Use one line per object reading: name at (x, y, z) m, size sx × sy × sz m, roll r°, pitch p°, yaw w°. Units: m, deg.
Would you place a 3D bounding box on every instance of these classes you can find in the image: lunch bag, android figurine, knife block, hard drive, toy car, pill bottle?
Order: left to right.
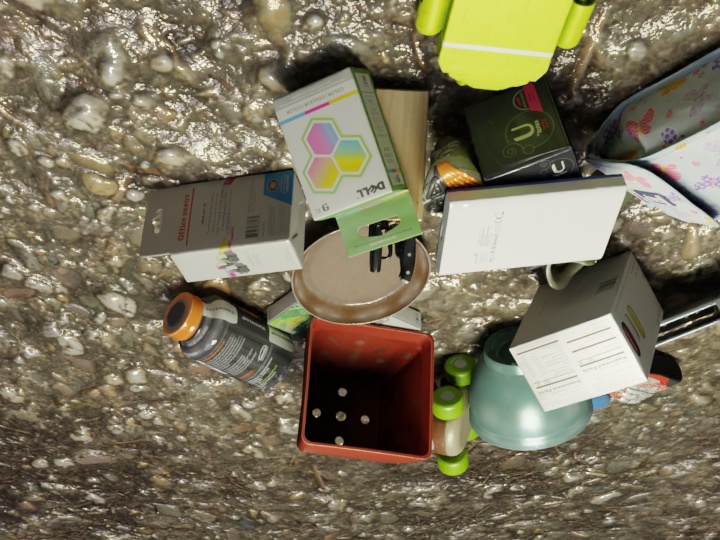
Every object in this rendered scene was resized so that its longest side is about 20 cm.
pill bottle at (-0.206, 0.104, 1.516) m, size 0.106 × 0.106 × 0.200 m, roll -27°, pitch 138°, yaw 34°
knife block at (0.043, -0.092, 1.163) m, size 0.064 × 0.176 × 0.200 m, roll 2°, pitch 146°, yaw -2°
toy car at (0.096, 0.235, 1.687) m, size 0.200 × 0.158 × 0.164 m, roll 7°, pitch 129°, yaw 21°
android figurine at (0.150, -0.264, 1.029) m, size 0.182 × 0.041 × 0.200 m, roll 3°, pitch 145°, yaw -5°
hard drive at (0.191, -0.051, 1.123) m, size 0.200 × 0.025 × 0.132 m, roll -6°, pitch 143°, yaw -7°
lunch bag at (0.391, -0.136, 1.146) m, size 0.169 × 0.127 × 0.200 m, roll 30°, pitch 143°, yaw -33°

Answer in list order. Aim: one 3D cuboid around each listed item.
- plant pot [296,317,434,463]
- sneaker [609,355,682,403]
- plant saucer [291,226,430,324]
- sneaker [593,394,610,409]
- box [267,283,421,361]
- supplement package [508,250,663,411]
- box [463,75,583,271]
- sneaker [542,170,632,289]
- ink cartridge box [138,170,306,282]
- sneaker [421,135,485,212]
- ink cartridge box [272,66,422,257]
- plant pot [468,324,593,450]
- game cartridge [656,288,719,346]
plant pot at (-0.008, 0.208, 1.545) m, size 0.200 × 0.200 × 0.176 m, roll 10°, pitch 155°, yaw -13°
sneaker at (0.436, 0.170, 1.644) m, size 0.201 × 0.067 × 0.108 m, roll 20°, pitch 139°, yaw -31°
plant saucer at (0.000, 0.000, 1.397) m, size 0.200 × 0.032 × 0.200 m, roll -5°, pitch 135°, yaw -5°
sneaker at (0.352, 0.237, 1.736) m, size 0.200 × 0.079 × 0.066 m, roll 9°, pitch 143°, yaw -15°
box at (-0.025, 0.075, 1.534) m, size 0.200 × 0.036 × 0.144 m, roll 25°, pitch 138°, yaw -30°
supplement package at (0.322, 0.083, 1.377) m, size 0.156 × 0.200 × 0.111 m, roll -23°, pitch 105°, yaw 31°
box at (0.210, -0.111, 1.173) m, size 0.106 × 0.122 × 0.200 m, roll -20°, pitch 143°, yaw 13°
sneaker at (0.304, -0.048, 1.302) m, size 0.067 × 0.090 × 0.200 m, roll 14°, pitch 143°, yaw -19°
ink cartridge box at (-0.176, -0.055, 1.273) m, size 0.200 × 0.115 × 0.068 m, roll -6°, pitch 145°, yaw 11°
sneaker at (0.104, -0.118, 1.150) m, size 0.076 × 0.092 × 0.200 m, roll -20°, pitch 171°, yaw 11°
ink cartridge box at (-0.014, -0.119, 1.115) m, size 0.104 × 0.200 × 0.059 m, roll -18°, pitch -178°, yaw 24°
plant pot at (0.264, 0.170, 1.561) m, size 0.200 × 0.200 × 0.134 m, roll -7°, pitch 118°, yaw 10°
game cartridge at (0.480, 0.073, 1.463) m, size 0.200 × 0.042 × 0.133 m, roll -26°, pitch 172°, yaw 24°
